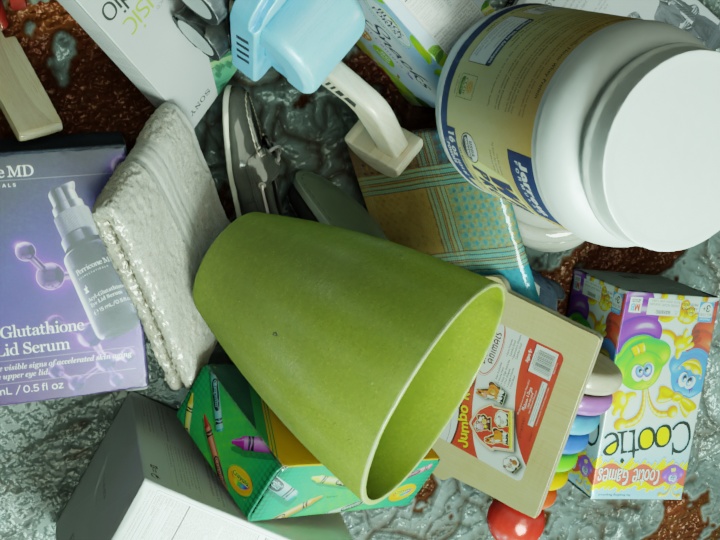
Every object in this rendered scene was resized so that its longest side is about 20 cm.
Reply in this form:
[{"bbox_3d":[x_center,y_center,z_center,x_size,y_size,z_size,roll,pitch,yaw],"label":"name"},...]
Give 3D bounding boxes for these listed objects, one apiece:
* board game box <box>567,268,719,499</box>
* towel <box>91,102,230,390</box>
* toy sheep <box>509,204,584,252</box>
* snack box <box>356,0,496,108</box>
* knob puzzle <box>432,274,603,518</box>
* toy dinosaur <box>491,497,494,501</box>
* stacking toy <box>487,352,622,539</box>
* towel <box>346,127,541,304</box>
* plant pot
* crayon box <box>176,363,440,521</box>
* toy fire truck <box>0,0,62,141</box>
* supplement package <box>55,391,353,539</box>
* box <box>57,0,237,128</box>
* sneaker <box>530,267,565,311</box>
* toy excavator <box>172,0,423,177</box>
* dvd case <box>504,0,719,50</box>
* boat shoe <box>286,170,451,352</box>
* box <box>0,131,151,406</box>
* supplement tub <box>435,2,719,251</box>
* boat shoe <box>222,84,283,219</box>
[{"bbox_3d":[0.259,0.109,0.987,0.105,0.103,0.201,4,101,-17],"label":"board game box"},{"bbox_3d":[-0.144,-0.013,0.802,0.034,0.133,0.200,1,133,18],"label":"towel"},{"bbox_3d":[0.164,-0.082,0.891,0.137,0.200,0.138,-3,69,9],"label":"toy sheep"},{"bbox_3d":[0.024,-0.220,0.808,0.200,0.169,0.068,44,87,-21],"label":"snack box"},{"bbox_3d":[0.099,0.094,0.896,0.030,0.219,0.220,-17,111,-54],"label":"knob puzzle"},{"bbox_3d":[0.105,0.148,0.985,0.101,0.058,0.200,-37,102,10],"label":"toy dinosaur"},{"bbox_3d":[0.168,0.167,0.928,0.085,0.085,0.201,10,108,-19],"label":"stacking toy"},{"bbox_3d":[0.075,-0.029,0.886,0.022,0.146,0.200,-41,119,-46],"label":"towel"},{"bbox_3d":[-0.024,0.044,0.775,0.200,0.187,0.187,31,93,20],"label":"plant pot"},{"bbox_3d":[-0.040,0.140,0.848,0.200,0.119,0.058,10,119,-49],"label":"crayon box"},{"bbox_3d":[-0.238,-0.217,0.765,0.176,0.129,0.201,-13,117,-14],"label":"toy fire truck"},{"bbox_3d":[-0.132,0.232,0.849,0.200,0.191,0.147,28,94,-20],"label":"supplement package"},{"bbox_3d":[-0.144,-0.219,0.760,0.145,0.036,0.200,-57,148,-11],"label":"box"},{"bbox_3d":[0.141,0.009,0.952,0.084,0.075,0.200,-31,113,-18],"label":"sneaker"},{"bbox_3d":[-0.033,-0.159,0.758,0.200,0.194,0.100,40,79,2],"label":"toy excavator"},{"bbox_3d":[0.234,-0.223,0.949,0.200,0.025,0.151,33,91,-20],"label":"dvd case"},{"bbox_3d":[0.000,0.000,0.879,0.201,0.072,0.061,48,121,11],"label":"boat shoe"},{"bbox_3d":[-0.252,-0.005,0.807,0.148,0.104,0.201,-7,104,-15],"label":"box"},{"bbox_3d":[0.153,-0.099,0.682,0.144,0.200,0.145,-8,111,-22],"label":"supplement tub"},{"bbox_3d":[-0.079,-0.060,0.864,0.057,0.067,0.201,-4,111,1],"label":"boat shoe"}]
